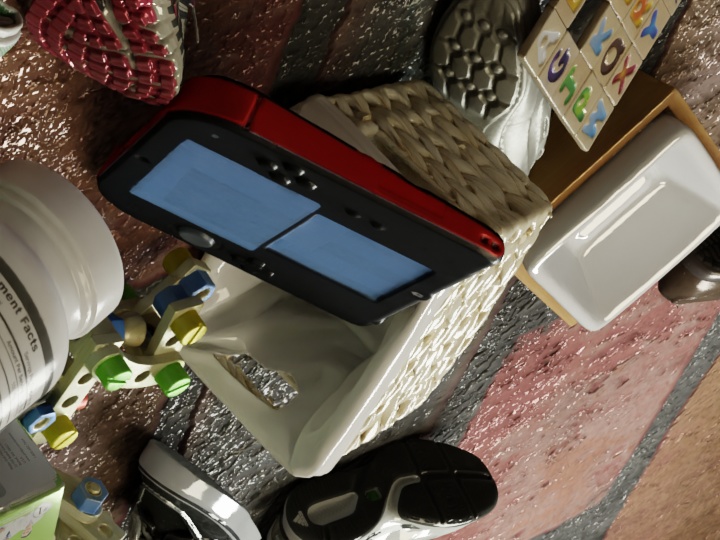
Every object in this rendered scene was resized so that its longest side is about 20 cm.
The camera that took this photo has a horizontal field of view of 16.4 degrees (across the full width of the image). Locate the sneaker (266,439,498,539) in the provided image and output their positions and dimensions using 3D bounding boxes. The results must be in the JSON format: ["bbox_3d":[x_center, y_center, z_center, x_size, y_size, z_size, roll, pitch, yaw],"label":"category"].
[{"bbox_3d":[0.004,0.194,1.906,0.200,0.076,0.115,-9,151,-36],"label":"sneaker"}]

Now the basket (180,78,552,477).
[{"bbox_3d":[0.000,0.000,1.461,0.123,0.136,0.200,-24,154,-49],"label":"basket"}]

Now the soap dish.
[{"bbox_3d":[0.164,-0.050,1.679,0.157,0.081,0.200,-42,156,5],"label":"soap dish"}]

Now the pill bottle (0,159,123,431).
[{"bbox_3d":[-0.214,0.037,1.209,0.200,0.116,0.116,-42,162,-37],"label":"pill bottle"}]

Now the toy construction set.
[{"bbox_3d":[-0.165,0.079,1.431,0.131,0.092,0.200,-11,132,-48],"label":"toy construction set"}]

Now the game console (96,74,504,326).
[{"bbox_3d":[-0.037,-0.028,1.273,0.031,0.177,0.200,-63,-167,-18],"label":"game console"}]

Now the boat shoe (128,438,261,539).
[{"bbox_3d":[-0.120,0.168,1.660,0.068,0.074,0.199,-51,167,-10],"label":"boat shoe"}]

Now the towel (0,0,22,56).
[{"bbox_3d":[-0.254,-0.050,1.139,0.200,0.031,0.149,-49,154,21],"label":"towel"}]

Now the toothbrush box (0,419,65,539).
[{"bbox_3d":[-0.240,0.132,1.332,0.086,0.146,0.200,-25,153,-29],"label":"toothbrush box"}]

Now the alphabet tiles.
[{"bbox_3d":[0.165,-0.180,1.468,0.200,0.008,0.167,-58,156,-4],"label":"alphabet tiles"}]

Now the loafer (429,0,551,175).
[{"bbox_3d":[0.082,-0.112,1.483,0.070,0.070,0.200,-48,161,-28],"label":"loafer"}]

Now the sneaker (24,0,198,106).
[{"bbox_3d":[-0.103,-0.144,1.144,0.200,0.080,0.075,107,9,-63],"label":"sneaker"}]

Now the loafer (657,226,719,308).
[{"bbox_3d":[0.298,-0.015,1.964,0.200,0.073,0.071,-6,150,-44],"label":"loafer"}]
